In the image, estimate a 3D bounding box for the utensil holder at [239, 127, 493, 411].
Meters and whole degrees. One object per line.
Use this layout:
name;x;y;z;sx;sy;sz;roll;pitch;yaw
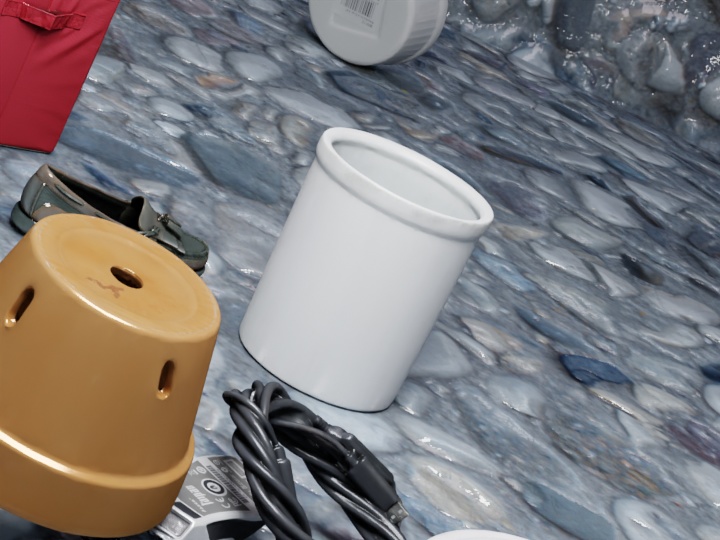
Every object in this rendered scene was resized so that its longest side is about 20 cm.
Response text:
utensil holder;0.000;0.000;1.832;0.169;0.201;0.170;25;17;-8

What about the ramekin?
ramekin;0.019;-0.396;3.010;0.200;0.201;0.098;32;25;17

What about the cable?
cable;-0.035;0.163;1.461;0.200;0.051;0.164;48;25;-20

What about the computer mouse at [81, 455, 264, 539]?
computer mouse;-0.130;0.172;1.419;0.110;0.044;0.199;39;24;30

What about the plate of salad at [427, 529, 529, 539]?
plate of salad;0.125;0.261;1.520;0.199;0.048;0.200;17;25;-8

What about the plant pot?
plant pot;-0.181;0.058;1.351;0.199;0.140;0.200;27;21;-11

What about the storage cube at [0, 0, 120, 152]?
storage cube;-0.374;-0.240;2.009;0.170;0.181;0.200;5;28;-50

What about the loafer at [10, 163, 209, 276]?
loafer;-0.217;-0.044;1.870;0.199;0.063;0.072;15;21;-34
